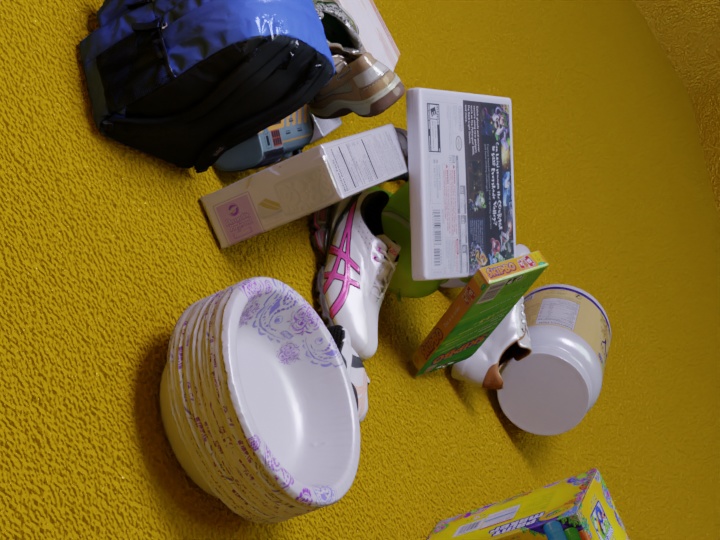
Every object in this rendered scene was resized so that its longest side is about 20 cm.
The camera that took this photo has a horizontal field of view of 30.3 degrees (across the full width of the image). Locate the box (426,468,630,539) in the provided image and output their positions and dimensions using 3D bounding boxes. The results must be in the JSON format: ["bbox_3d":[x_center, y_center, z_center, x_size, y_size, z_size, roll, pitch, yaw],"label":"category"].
[{"bbox_3d":[0.190,0.344,1.402,0.194,0.199,0.122,64,24,-4],"label":"box"}]

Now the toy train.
[{"bbox_3d":[-0.104,-0.168,1.391,0.200,0.084,0.115,-30,109,-69],"label":"toy train"}]

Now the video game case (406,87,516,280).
[{"bbox_3d":[0.113,-0.093,1.457,0.181,0.023,0.202,-3,92,-51],"label":"video game case"}]

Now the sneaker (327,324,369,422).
[{"bbox_3d":[-0.023,0.140,1.293,0.080,0.073,0.201,56,27,-28],"label":"sneaker"}]

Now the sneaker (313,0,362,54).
[{"bbox_3d":[-0.070,-0.293,1.455,0.199,0.077,0.089,28,5,-29],"label":"sneaker"}]

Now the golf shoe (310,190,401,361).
[{"bbox_3d":[0.000,0.000,1.440,0.073,0.091,0.202,35,41,-52],"label":"golf shoe"}]

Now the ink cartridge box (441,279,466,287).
[{"bbox_3d":[0.141,-0.097,1.748,0.148,0.085,0.201,96,-8,-52],"label":"ink cartridge box"}]

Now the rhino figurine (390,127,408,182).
[{"bbox_3d":[0.030,-0.136,1.639,0.200,0.087,0.060,-32,137,-64],"label":"rhino figurine"}]

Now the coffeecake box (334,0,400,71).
[{"bbox_3d":[-0.023,-0.296,1.632,0.154,0.073,0.200,60,16,-15],"label":"coffeecake box"}]

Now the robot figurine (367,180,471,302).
[{"bbox_3d":[0.083,-0.051,1.552,0.175,0.200,0.116,39,-22,22],"label":"robot figurine"}]

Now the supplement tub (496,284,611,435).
[{"bbox_3d":[0.261,0.120,1.810,0.146,0.145,0.200,60,25,-15],"label":"supplement tub"}]

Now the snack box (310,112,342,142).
[{"bbox_3d":[-0.085,-0.251,1.560,0.201,0.024,0.072,63,25,-9],"label":"snack box"}]

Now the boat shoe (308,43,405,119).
[{"bbox_3d":[-0.019,-0.214,1.447,0.072,0.200,0.076,-43,111,-17],"label":"boat shoe"}]

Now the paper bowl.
[{"bbox_3d":[-0.093,0.116,1.132,0.201,0.104,0.202,47,31,-39],"label":"paper bowl"}]

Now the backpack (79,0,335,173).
[{"bbox_3d":[-0.137,-0.208,1.203,0.162,0.199,0.169,11,59,-60],"label":"backpack"}]

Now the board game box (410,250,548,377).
[{"bbox_3d":[0.131,0.053,1.530,0.095,0.201,0.030,-16,61,-36],"label":"board game box"}]

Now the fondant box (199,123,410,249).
[{"bbox_3d":[-0.051,-0.088,1.345,0.059,0.143,0.200,68,24,-2],"label":"fondant box"}]

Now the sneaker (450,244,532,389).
[{"bbox_3d":[0.190,0.064,1.691,0.073,0.084,0.201,77,37,-65],"label":"sneaker"}]
